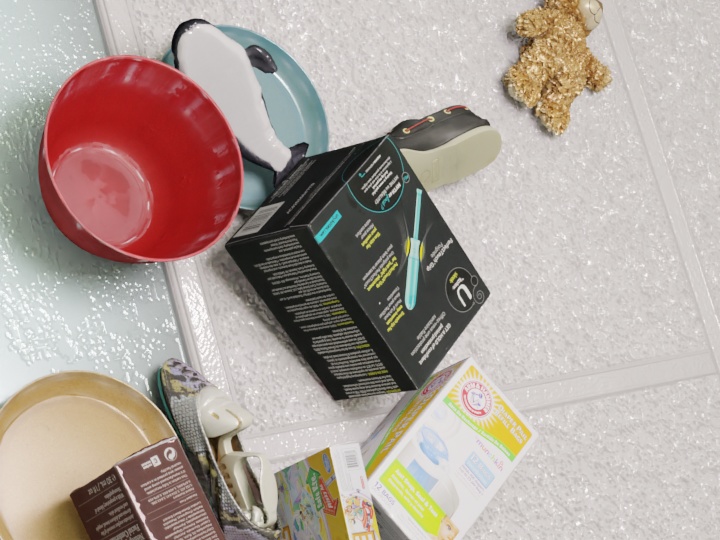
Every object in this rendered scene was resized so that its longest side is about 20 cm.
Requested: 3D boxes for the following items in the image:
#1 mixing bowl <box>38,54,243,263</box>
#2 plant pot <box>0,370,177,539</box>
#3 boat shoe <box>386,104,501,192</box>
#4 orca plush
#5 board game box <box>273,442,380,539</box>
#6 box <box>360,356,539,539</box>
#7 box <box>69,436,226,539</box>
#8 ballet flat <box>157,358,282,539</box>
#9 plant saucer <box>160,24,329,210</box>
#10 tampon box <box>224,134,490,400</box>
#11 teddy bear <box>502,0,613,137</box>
[{"bbox_3d":[-0.219,-0.085,1.715,0.200,0.108,0.201,13,64,-28],"label":"mixing bowl"},{"bbox_3d":[-0.245,0.187,1.638,0.200,0.027,0.201,13,65,-30],"label":"plant pot"},{"bbox_3d":[0.052,-0.118,1.944,0.201,0.074,0.063,-22,48,-28],"label":"boat shoe"},{"bbox_3d":[-0.124,-0.175,1.809,0.200,0.071,0.105,36,98,-35],"label":"orca plush"},{"bbox_3d":[-0.028,0.271,1.682,0.034,0.134,0.200,-3,72,-34],"label":"board game box"},{"bbox_3d":[0.064,0.194,1.795,0.113,0.101,0.200,49,52,-8],"label":"box"},{"bbox_3d":[-0.162,0.255,1.585,0.075,0.100,0.200,-24,83,-39],"label":"box"},{"bbox_3d":[-0.120,0.165,1.703,0.072,0.072,0.201,-17,81,-37],"label":"ballet flat"},{"bbox_3d":[-0.122,-0.150,1.859,0.200,0.027,0.201,13,65,-29],"label":"plant saucer"},{"bbox_3d":[0.000,0.000,1.792,0.150,0.126,0.200,-50,116,-36],"label":"tampon box"},{"bbox_3d":[0.229,-0.249,2.111,0.145,0.067,0.200,50,53,-10],"label":"teddy bear"}]
